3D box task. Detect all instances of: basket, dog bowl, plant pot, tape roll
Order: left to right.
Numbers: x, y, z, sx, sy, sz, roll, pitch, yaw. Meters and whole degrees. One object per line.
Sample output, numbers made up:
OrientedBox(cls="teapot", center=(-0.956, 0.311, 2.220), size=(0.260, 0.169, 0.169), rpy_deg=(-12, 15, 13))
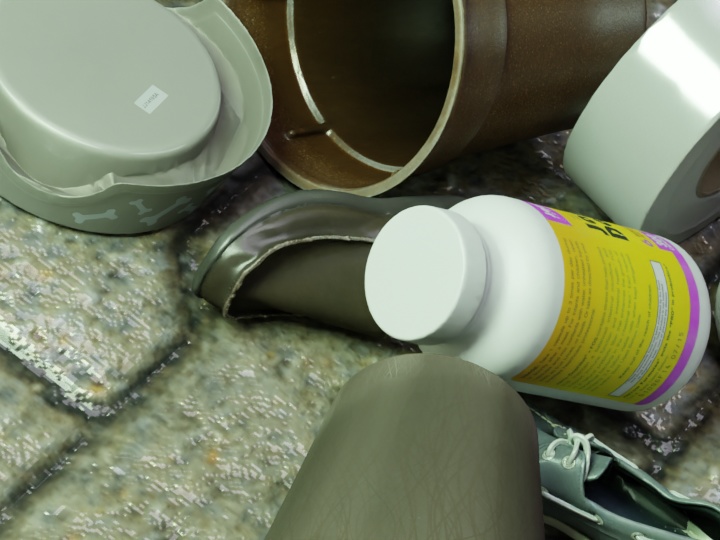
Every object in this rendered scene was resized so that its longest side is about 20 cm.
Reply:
OrientedBox(cls="dog bowl", center=(-0.153, -0.104, 1.581), size=(0.200, 0.059, 0.200), rpy_deg=(15, 45, -16))
OrientedBox(cls="basket", center=(0.024, 0.147, 1.392), size=(0.180, 0.136, 0.200), rpy_deg=(25, 39, -11))
OrientedBox(cls="plant pot", center=(0.052, -0.150, 1.656), size=(0.198, 0.200, 0.200), rpy_deg=(-9, 55, -45))
OrientedBox(cls="tape roll", center=(0.218, -0.105, 1.685), size=(0.071, 0.203, 0.202), rpy_deg=(45, 44, 17))

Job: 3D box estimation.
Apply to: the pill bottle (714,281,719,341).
OrientedBox(cls="pill bottle", center=(0.316, 0.005, 1.699), size=(0.200, 0.112, 0.112), rpy_deg=(-26, 66, -43))

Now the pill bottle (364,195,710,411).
OrientedBox(cls="pill bottle", center=(0.097, 0.016, 1.534), size=(0.200, 0.104, 0.104), rpy_deg=(12, 42, -45))

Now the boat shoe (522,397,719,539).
OrientedBox(cls="boat shoe", center=(0.125, 0.110, 1.528), size=(0.200, 0.062, 0.073), rpy_deg=(36, 44, 7))

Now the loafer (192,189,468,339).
OrientedBox(cls="loafer", center=(0.000, 0.000, 1.555), size=(0.200, 0.073, 0.071), rpy_deg=(-8, 53, -35))
